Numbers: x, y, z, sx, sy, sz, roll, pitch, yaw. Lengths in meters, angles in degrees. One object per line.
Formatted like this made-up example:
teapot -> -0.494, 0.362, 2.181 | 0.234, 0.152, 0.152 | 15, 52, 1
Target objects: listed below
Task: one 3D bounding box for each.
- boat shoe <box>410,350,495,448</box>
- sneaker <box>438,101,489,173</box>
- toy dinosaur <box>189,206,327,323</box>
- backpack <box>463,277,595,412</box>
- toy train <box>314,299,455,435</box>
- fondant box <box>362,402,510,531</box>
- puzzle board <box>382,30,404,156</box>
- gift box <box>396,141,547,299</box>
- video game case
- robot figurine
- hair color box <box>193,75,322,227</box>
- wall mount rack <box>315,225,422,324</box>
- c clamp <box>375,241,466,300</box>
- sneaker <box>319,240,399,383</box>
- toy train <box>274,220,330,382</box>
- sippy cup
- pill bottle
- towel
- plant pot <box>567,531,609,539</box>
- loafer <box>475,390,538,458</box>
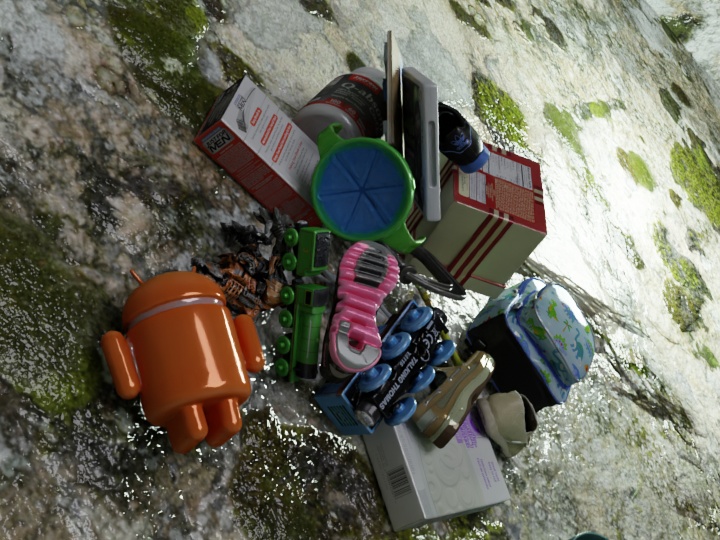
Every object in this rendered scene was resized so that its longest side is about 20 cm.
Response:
boat shoe -> 0.119, 0.151, 1.356 | 0.076, 0.072, 0.200 | 37, 30, 5
sneaker -> 0.119, -0.215, 1.493 | 0.078, 0.070, 0.200 | 45, 4, -37
toy dinosaur -> -0.127, 0.004, 1.255 | 0.200, 0.102, 0.136 | 28, 57, -62
backpack -> 0.278, 0.107, 1.604 | 0.183, 0.147, 0.200 | 55, 31, -10
toy train -> 0.035, 0.120, 1.288 | 0.087, 0.114, 0.200 | 55, 51, -21
fondant box -> 0.101, 0.253, 1.351 | 0.200, 0.058, 0.145 | 5, 60, -51
puzzle board -> 0.046, -0.241, 1.443 | 0.200, 0.017, 0.151 | -4, 93, -84
gift box -> 0.156, -0.087, 1.573 | 0.200, 0.187, 0.185 | 21, 45, -12
video game case -> 0.082, -0.180, 1.421 | 0.200, 0.023, 0.182 | -107, -166, -72
robot figurine -> -0.183, 0.087, 1.077 | 0.117, 0.144, 0.200 | 59, 12, -72
hair color box -> -0.119, -0.152, 1.382 | 0.200, 0.064, 0.111 | 44, 38, -23
wall mount rack -> 0.000, 0.000, 1.413 | 0.200, 0.075, 0.174 | 34, 9, -32
c clamp -> 0.055, -0.019, 1.418 | 0.171, 0.027, 0.200 | 19, 19, -39
sneaker -> -0.010, 0.052, 1.260 | 0.079, 0.095, 0.200 | 23, 52, -8
toy train -> -0.067, 0.041, 1.226 | 0.042, 0.056, 0.201 | -9, 107, -52
sippy cup -> 0.015, -0.110, 1.366 | 0.130, 0.139, 0.178 | -28, 116, -75
pill bottle -> -0.019, -0.224, 1.514 | 0.116, 0.116, 0.200 | 50, 35, -12
towel -> 0.115, 0.090, 1.464 | 0.200, 0.018, 0.086 | 63, 4, -14
plant pot -> 0.254, 0.454, 1.297 | 0.200, 0.161, 0.201 | 31, 43, -33
loafer -> 0.222, 0.220, 1.472 | 0.200, 0.068, 0.076 | 40, 32, -65
